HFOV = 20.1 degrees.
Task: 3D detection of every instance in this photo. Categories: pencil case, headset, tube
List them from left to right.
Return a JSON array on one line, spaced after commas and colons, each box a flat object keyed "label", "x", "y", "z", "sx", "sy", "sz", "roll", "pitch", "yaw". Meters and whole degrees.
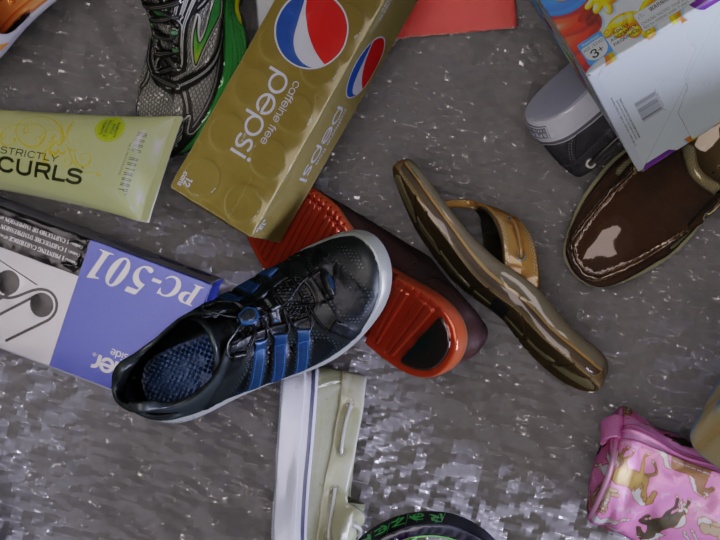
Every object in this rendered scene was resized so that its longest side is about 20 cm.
[{"label": "tube", "x": -0.215, "y": -0.079, "z": 1.356, "sx": 0.198, "sy": 0.052, "sz": 0.059, "roll": 9, "pitch": 111, "yaw": 24}, {"label": "headset", "x": 0.056, "y": 0.260, "z": 1.345, "sx": 0.123, "sy": 0.094, "sz": 0.201, "roll": -19, "pitch": 109, "yaw": 3}, {"label": "pencil case", "x": 0.245, "y": 0.156, "z": 1.330, "sx": 0.198, "sy": 0.083, "sz": 0.087, "roll": 17, "pitch": 94, "yaw": 6}]

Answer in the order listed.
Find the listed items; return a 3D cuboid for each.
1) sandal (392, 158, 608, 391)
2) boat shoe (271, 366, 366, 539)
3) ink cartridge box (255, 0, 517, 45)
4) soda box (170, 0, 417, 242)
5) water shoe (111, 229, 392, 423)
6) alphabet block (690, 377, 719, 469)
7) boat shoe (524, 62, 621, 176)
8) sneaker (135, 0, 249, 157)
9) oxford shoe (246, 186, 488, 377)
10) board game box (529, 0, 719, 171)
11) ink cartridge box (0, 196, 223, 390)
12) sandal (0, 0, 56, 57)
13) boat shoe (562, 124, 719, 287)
[{"label": "sandal", "x": 0.098, "y": -0.004, "z": 1.347, "sx": 0.200, "sy": 0.080, "sz": 0.054, "roll": 44, "pitch": 80, "yaw": 1}, {"label": "boat shoe", "x": -0.028, "y": 0.163, "z": 1.365, "sx": 0.061, "sy": 0.072, "sz": 0.202, "roll": 2, "pitch": 91, "yaw": 1}, {"label": "ink cartridge box", "x": 0.010, "y": -0.251, "z": 1.361, "sx": 0.172, "sy": 0.044, "sz": 0.202, "roll": -5, "pitch": 91, "yaw": 7}, {"label": "soda box", "x": -0.039, "y": -0.120, "z": 1.314, "sx": 0.067, "sy": 0.064, "sz": 0.201, "roll": 31, "pitch": 96, "yaw": 15}, {"label": "water shoe", "x": -0.068, "y": 0.042, "z": 1.304, "sx": 0.199, "sy": 0.079, "sz": 0.072, "roll": -33, "pitch": 80, "yaw": 14}, {"label": "alphabet block", "x": 0.347, "y": 0.056, "z": 1.224, "sx": 0.196, "sy": 0.200, "sz": 0.196, "roll": 32, "pitch": 62, "yaw": 3}, {"label": "boat shoe", "x": 0.201, "y": -0.136, "z": 1.336, "sx": 0.200, "sy": 0.070, "sz": 0.066, "roll": -41, "pitch": 117, "yaw": -5}, {"label": "sneaker", "x": -0.121, "y": -0.172, "z": 1.338, "sx": 0.078, "sy": 0.085, "sz": 0.202, "roll": 24, "pitch": 111, "yaw": 32}, {"label": "oxford shoe", "x": 0.000, "y": 0.000, "z": 1.365, "sx": 0.200, "sy": 0.072, "sz": 0.071, "roll": 42, "pitch": 114, "yaw": 20}, {"label": "board game box", "x": 0.161, "y": -0.181, "z": 1.266, "sx": 0.103, "sy": 0.105, "sz": 0.201, "roll": -31, "pitch": 50, "yaw": 6}, {"label": "ink cartridge box", "x": -0.204, "y": 0.017, "z": 1.391, "sx": 0.198, "sy": 0.044, "sz": 0.095, "roll": 20, "pitch": 96, "yaw": 4}, {"label": "sandal", "x": -0.247, "y": -0.189, "z": 1.336, "sx": 0.206, "sy": 0.059, "sz": 0.079, "roll": -38, "pitch": 89, "yaw": 14}, {"label": "boat shoe", "x": 0.212, "y": -0.067, "z": 1.329, "sx": 0.202, "sy": 0.075, "sz": 0.075, "roll": -44, "pitch": 87, "yaw": 6}]
